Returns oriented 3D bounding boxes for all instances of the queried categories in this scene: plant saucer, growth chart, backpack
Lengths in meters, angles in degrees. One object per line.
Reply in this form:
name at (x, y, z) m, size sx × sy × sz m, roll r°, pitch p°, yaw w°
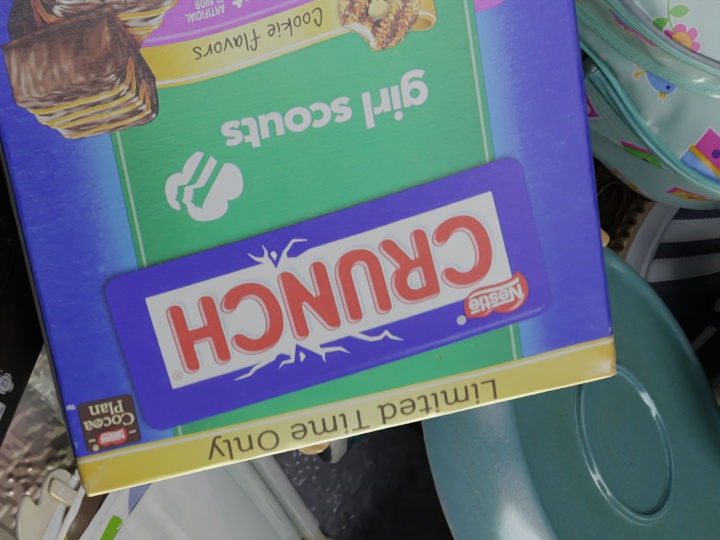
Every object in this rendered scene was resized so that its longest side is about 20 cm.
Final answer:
plant saucer at (0.094, 0.068, 0.873) m, size 0.200 × 0.027 × 0.201 m, roll 31°, pitch 47°, yaw -42°
growth chart at (-0.087, 0.127, 0.884) m, size 0.200 × 0.018 × 0.145 m, roll -52°, pitch 126°, yaw -37°
backpack at (0.132, -0.124, 0.867) m, size 0.176 × 0.153 × 0.200 m, roll -46°, pitch 102°, yaw -13°

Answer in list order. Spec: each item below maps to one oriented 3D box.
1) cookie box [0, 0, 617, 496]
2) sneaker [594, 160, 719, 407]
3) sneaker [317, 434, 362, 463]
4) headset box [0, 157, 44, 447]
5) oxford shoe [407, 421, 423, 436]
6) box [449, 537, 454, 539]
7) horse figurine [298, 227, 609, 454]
cookie box at (-0.023, -0.052, 0.668) m, size 0.170 × 0.075 × 0.201 m, roll -13°, pitch 115°, yaw -7°
sneaker at (0.155, -0.017, 1.000) m, size 0.108 × 0.070 × 0.201 m, roll 29°, pitch 96°, yaw -31°
sneaker at (0.000, 0.000, 0.867) m, size 0.079 × 0.078 × 0.201 m, roll -21°, pitch 145°, yaw -24°
headset box at (-0.189, -0.023, 0.694) m, size 0.200 × 0.075 × 0.149 m, roll 36°, pitch 64°, yaw -33°
oxford shoe at (0.025, -0.032, 0.929) m, size 0.071 × 0.071 × 0.201 m, roll -45°, pitch 127°, yaw -49°
box at (0.094, 0.219, 0.947) m, size 0.199 × 0.167 × 0.164 m, roll 24°, pitch 135°, yaw -36°
horse figurine at (-0.016, -0.017, 0.764) m, size 0.200 × 0.050 × 0.132 m, roll -36°, pitch 117°, yaw 25°
